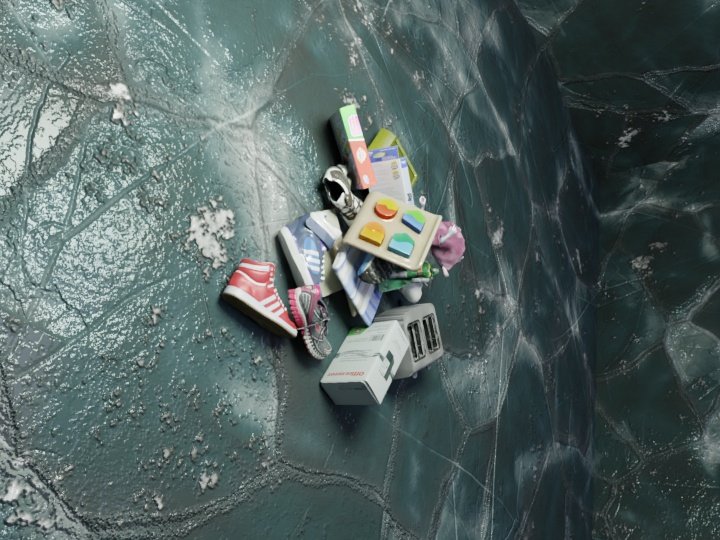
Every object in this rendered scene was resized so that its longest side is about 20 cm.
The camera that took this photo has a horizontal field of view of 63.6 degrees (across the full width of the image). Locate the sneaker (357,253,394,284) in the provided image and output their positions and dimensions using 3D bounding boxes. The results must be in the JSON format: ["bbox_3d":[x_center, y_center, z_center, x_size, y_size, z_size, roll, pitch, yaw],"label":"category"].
[{"bbox_3d":[0.045,-0.045,1.436,0.201,0.089,0.079,-55,135,-35],"label":"sneaker"}]

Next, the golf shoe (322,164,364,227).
[{"bbox_3d":[-0.038,-0.162,1.461,0.202,0.077,0.095,59,30,-11],"label":"golf shoe"}]

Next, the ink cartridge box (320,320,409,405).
[{"bbox_3d":[0.013,0.223,1.403,0.084,0.145,0.201,59,42,-25],"label":"ink cartridge box"}]

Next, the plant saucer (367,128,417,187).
[{"bbox_3d":[0.095,-0.282,1.650,0.202,0.047,0.201,56,40,-25],"label":"plant saucer"}]

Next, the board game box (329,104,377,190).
[{"bbox_3d":[-0.021,-0.310,1.494,0.040,0.153,0.204,-19,100,-10],"label":"board game box"}]

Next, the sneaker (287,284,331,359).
[{"bbox_3d":[-0.100,0.120,1.296,0.081,0.073,0.202,-107,179,-50],"label":"sneaker"}]

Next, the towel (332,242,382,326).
[{"bbox_3d":[0.000,0.017,1.438,0.202,0.023,0.148,61,35,-30],"label":"towel"}]

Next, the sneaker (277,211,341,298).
[{"bbox_3d":[-0.091,-0.035,1.341,0.145,0.080,0.203,-26,98,-22],"label":"sneaker"}]

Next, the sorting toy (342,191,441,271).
[{"bbox_3d":[0.078,-0.103,1.382,0.037,0.196,0.187,95,18,-52],"label":"sorting toy"}]

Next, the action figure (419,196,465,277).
[{"bbox_3d":[0.180,-0.089,1.508,0.197,0.150,0.135,13,32,-38],"label":"action figure"}]

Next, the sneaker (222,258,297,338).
[{"bbox_3d":[-0.193,0.056,1.231,0.200,0.070,0.114,43,53,-36],"label":"sneaker"}]

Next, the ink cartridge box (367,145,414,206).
[{"bbox_3d":[0.076,-0.220,1.521,0.042,0.118,0.204,-28,111,-47],"label":"ink cartridge box"}]

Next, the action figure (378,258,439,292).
[{"bbox_3d":[0.130,-0.003,1.525,0.197,0.054,0.121,1,85,-36],"label":"action figure"}]

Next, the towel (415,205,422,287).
[{"bbox_3d":[0.151,-0.068,1.658,0.172,0.047,0.204,-72,156,-64],"label":"towel"}]

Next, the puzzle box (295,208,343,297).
[{"bbox_3d":[-0.086,-0.046,1.435,0.132,0.025,0.204,-19,96,-53],"label":"puzzle box"}]

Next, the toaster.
[{"bbox_3d":[0.127,0.183,1.587,0.180,0.117,0.204,-13,92,-54],"label":"toaster"}]

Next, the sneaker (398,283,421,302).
[{"bbox_3d":[0.097,0.007,1.572,0.080,0.076,0.202,-38,107,-32],"label":"sneaker"}]

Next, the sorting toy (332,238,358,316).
[{"bbox_3d":[0.000,0.000,1.496,0.200,0.036,0.189,-35,111,-63],"label":"sorting toy"}]
